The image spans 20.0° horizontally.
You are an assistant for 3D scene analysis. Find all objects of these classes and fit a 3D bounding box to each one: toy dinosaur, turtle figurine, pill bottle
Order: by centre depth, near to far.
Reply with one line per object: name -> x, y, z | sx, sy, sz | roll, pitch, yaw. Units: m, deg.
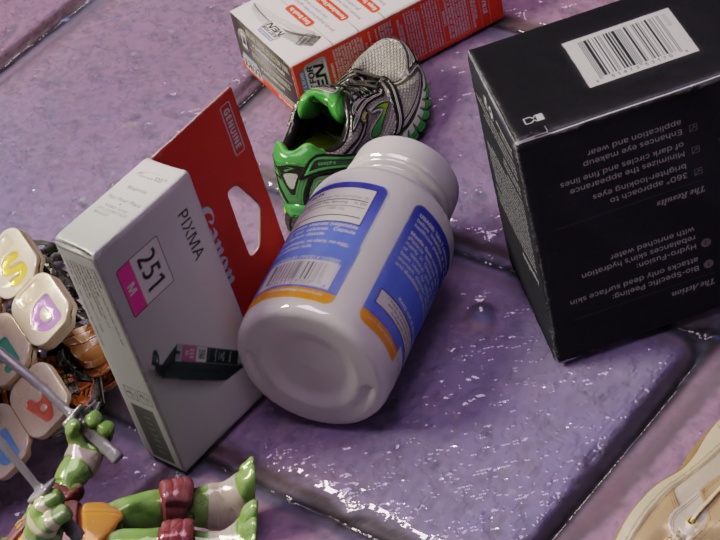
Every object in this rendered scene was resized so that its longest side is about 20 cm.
turtle figurine -> -0.161, 0.129, 1.276 | 0.193, 0.144, 0.201 | 1, 79, -6
pill bottle -> 0.000, 0.000, 1.419 | 0.112, 0.112, 0.200 | 5, 43, 23
toy dinosaur -> -0.208, 0.053, 1.465 | 0.199, 0.102, 0.136 | -18, 51, -31

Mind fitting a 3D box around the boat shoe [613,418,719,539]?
boat shoe -> 0.208, 0.156, 1.198 | 0.069, 0.074, 0.200 | 13, 47, 38

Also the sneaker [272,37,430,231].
sneaker -> -0.005, -0.119, 1.579 | 0.078, 0.085, 0.200 | 6, 44, 24

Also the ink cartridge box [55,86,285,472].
ink cartridge box -> -0.103, 0.007, 1.374 | 0.043, 0.200, 0.174 | 20, 52, 38

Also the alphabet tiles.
alphabet tiles -> -0.283, 0.068, 1.419 | 0.200, 0.015, 0.196 | -46, 56, 11

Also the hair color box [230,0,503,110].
hair color box -> 0.006, -0.213, 1.703 | 0.200, 0.064, 0.111 | -28, 42, -16

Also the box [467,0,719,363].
box -> 0.192, -0.071, 1.367 | 0.196, 0.200, 0.118 | -18, 40, -4
